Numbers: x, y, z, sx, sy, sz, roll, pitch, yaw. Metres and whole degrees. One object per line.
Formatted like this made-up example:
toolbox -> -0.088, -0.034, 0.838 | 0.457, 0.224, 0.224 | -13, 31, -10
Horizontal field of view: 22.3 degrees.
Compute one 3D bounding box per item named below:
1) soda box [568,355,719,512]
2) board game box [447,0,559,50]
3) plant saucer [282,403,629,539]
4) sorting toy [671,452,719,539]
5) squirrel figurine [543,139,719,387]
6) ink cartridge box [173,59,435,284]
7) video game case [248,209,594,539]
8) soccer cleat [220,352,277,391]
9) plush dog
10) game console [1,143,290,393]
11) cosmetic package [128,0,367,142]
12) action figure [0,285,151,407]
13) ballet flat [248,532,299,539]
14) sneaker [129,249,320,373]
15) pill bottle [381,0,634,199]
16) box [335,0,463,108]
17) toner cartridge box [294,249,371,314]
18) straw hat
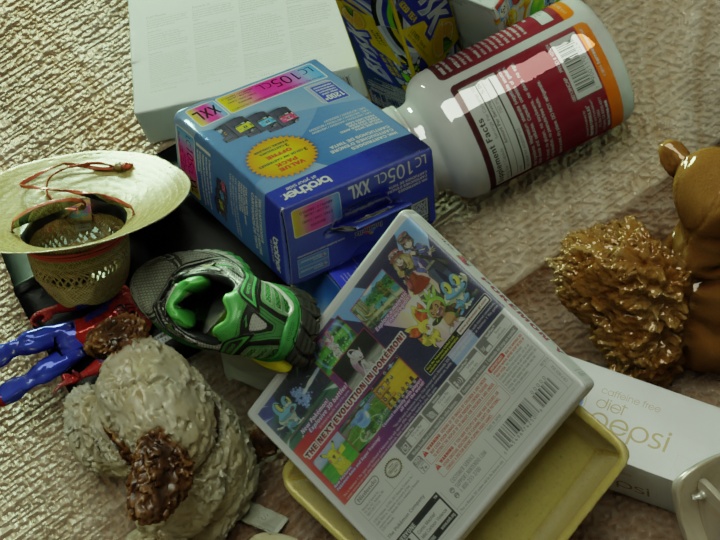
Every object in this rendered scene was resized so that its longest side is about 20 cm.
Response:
soda box -> 0.174, 0.114, 1.339 | 0.200, 0.064, 0.068 | 19, 66, 21
board game box -> 0.132, -0.279, 1.573 | 0.105, 0.103, 0.200 | 27, 68, 26
plant saucer -> 0.071, 0.138, 1.308 | 0.200, 0.048, 0.200 | 42, 109, 21
sorting toy -> 0.342, 0.193, 1.241 | 0.180, 0.107, 0.200 | -28, 54, -16
squirrel figurine -> 0.242, -0.005, 1.327 | 0.200, 0.187, 0.142 | -25, 57, -3
ink cartridge box -> -0.035, -0.071, 1.397 | 0.136, 0.076, 0.200 | -25, 43, -24
video game case -> 0.038, 0.090, 1.285 | 0.182, 0.023, 0.200 | 44, 111, 19
soccer cleat -> -0.010, 0.078, 1.412 | 0.200, 0.078, 0.069 | 15, 53, -1
plush dog -> -0.140, 0.122, 1.342 | 0.160, 0.172, 0.200 | -26, 58, -2
game console -> -0.181, -0.003, 1.525 | 0.200, 0.116, 0.176 | -29, 87, -5
cosmetic package -> -0.102, -0.204, 1.611 | 0.200, 0.052, 0.151 | -11, 59, 6
action figure -> -0.235, 0.060, 1.436 | 0.200, 0.052, 0.065 | -25, 83, -8
ballet flat -> -0.011, 0.251, 1.301 | 0.066, 0.057, 0.200 | -43, 63, -15
sneaker -> -0.115, 0.018, 1.347 | 0.200, 0.085, 0.078 | 12, 83, 53
pill bottle -> 0.110, -0.130, 1.480 | 0.200, 0.113, 0.113 | -27, 57, -4
box -> 0.030, -0.209, 1.495 | 0.064, 0.200, 0.070 | 24, 67, 25
toner cartridge box -> 0.000, 0.000, 1.414 | 0.095, 0.043, 0.200 | -7, 35, -27
straw hat -> -0.218, -0.018, 1.416 | 0.201, 0.085, 0.201 | -5, 25, 2
